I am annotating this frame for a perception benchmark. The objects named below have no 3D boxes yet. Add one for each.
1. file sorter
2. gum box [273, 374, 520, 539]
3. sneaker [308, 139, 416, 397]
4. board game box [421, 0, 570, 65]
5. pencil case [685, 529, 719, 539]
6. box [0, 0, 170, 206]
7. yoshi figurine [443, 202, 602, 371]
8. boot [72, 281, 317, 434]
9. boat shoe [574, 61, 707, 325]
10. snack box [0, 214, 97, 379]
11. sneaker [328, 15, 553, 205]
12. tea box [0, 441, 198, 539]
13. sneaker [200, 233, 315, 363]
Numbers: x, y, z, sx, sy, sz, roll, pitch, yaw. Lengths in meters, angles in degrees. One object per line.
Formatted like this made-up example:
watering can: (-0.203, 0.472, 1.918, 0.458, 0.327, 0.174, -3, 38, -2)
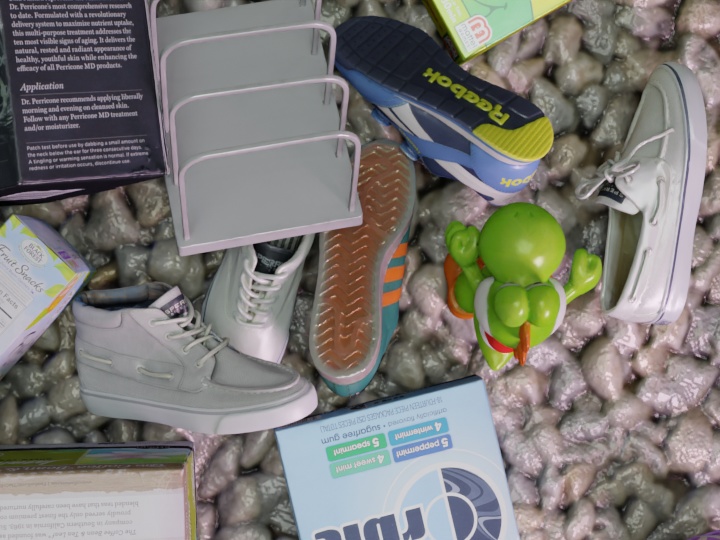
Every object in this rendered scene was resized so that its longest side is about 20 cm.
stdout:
file sorter: (-0.083, -0.138, 1.195, 0.137, 0.125, 0.202, -10, 63, -8)
gum box: (0.035, 0.200, 1.285, 0.168, 0.045, 0.203, -13, 92, -4)
sneaker: (0.000, 0.000, 1.275, 0.070, 0.080, 0.202, 11, 69, 7)
board game box: (0.139, -0.254, 1.288, 0.199, 0.048, 0.102, -30, 92, -3)
pencil case: (0.293, 0.302, 1.283, 0.083, 0.085, 0.202, -19, 91, -2)
box: (-0.244, -0.151, 1.176, 0.123, 0.199, 0.199, -6, 89, -37)
yoshi figurine: (0.114, -0.002, 1.212, 0.112, 0.200, 0.112, -36, 92, -2)
boot: (-0.129, 0.060, 1.221, 0.198, 0.074, 0.097, 2, 112, 23)
boat shoe: (0.210, -0.061, 1.279, 0.085, 0.075, 0.205, 3, 97, -21)
snack box: (-0.285, 0.054, 1.201, 0.068, 0.169, 0.200, 41, 88, -3)
sneaker: (0.052, -0.120, 1.268, 0.199, 0.083, 0.074, 38, 56, 18)
tea box: (-0.218, 0.199, 1.192, 0.197, 0.197, 0.136, -1, 91, -4)
sneaker: (-0.079, 0.005, 1.263, 0.072, 0.071, 0.203, 13, 89, -4)
